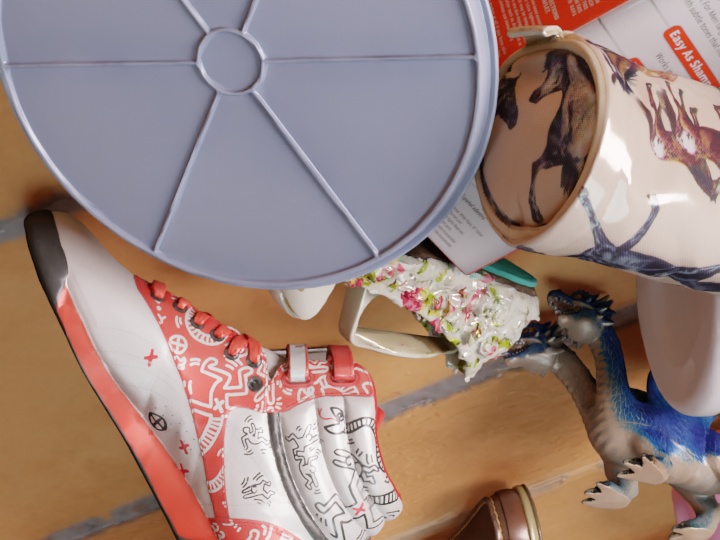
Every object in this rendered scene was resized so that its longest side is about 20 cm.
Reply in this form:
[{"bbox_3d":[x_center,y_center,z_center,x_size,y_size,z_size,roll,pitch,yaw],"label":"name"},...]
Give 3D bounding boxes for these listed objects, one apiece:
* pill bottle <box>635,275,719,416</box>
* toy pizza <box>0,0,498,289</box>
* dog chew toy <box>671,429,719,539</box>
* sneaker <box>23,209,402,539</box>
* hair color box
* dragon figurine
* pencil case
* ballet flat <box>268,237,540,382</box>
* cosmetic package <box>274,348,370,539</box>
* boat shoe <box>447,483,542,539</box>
[{"bbox_3d":[0.238,0.006,0.804,0.199,0.115,0.115,-3,139,-10],"label":"pill bottle"},{"bbox_3d":[-0.044,-0.084,0.657,0.199,0.032,0.201,8,121,13],"label":"toy pizza"},{"bbox_3d":[0.266,0.110,0.932,0.199,0.125,0.125,-11,141,14],"label":"dog chew toy"},{"bbox_3d":[-0.060,0.044,0.773,0.108,0.202,0.067,-29,-179,-6],"label":"sneaker"},{"bbox_3d":[0.098,-0.086,0.707,0.199,0.061,0.101,-27,138,19],"label":"hair color box"},{"bbox_3d":[0.160,0.078,0.868,0.199,0.100,0.059,22,139,-17],"label":"dragon figurine"},{"bbox_3d":[0.139,-0.035,0.670,0.199,0.090,0.078,11,165,-27],"label":"pencil case"},{"bbox_3d":[0.000,0.000,0.769,0.199,0.076,0.064,25,100,-34],"label":"ballet flat"},{"bbox_3d":[-0.046,0.141,0.907,0.087,0.104,0.201,-5,141,-7],"label":"cosmetic package"},{"bbox_3d":[0.061,0.195,1.016,0.067,0.072,0.201,-2,142,-13],"label":"boat shoe"}]
